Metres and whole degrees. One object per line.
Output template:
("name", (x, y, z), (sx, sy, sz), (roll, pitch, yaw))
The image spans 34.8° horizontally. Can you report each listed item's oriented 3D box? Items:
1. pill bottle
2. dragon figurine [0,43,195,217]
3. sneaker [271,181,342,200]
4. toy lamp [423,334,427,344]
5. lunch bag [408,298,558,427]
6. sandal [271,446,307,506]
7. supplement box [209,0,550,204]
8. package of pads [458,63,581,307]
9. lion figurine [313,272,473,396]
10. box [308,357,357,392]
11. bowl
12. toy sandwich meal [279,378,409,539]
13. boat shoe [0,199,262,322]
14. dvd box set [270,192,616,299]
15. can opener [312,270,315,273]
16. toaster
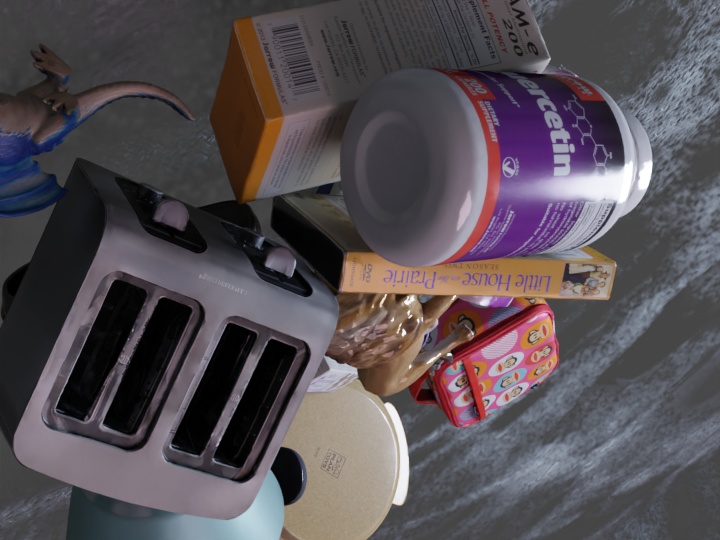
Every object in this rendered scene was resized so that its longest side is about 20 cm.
("pill bottle", (0.091, -0.065, 0.707), (0.198, 0.113, 0.113), (-7, 142, -41))
("dragon figurine", (-0.203, -0.073, 0.671), (0.198, 0.059, 0.100), (-12, 145, -36))
("sneaker", (0.026, -0.070, 0.901), (0.198, 0.088, 0.076), (-22, 148, -27))
("toy lamp", (0.032, 0.056, 1.062), (0.058, 0.059, 0.200), (-34, 175, -1))
("lunch bag", (0.133, 0.096, 1.293), (0.175, 0.082, 0.201), (-29, 150, -3))
("sandal", (-0.151, 0.206, 1.103), (0.197, 0.077, 0.043), (-16, 167, 10))
("supplement box", (0.009, -0.121, 0.762), (0.197, 0.074, 0.126), (-14, 164, -20))
("package of pads", (0.125, -0.069, 0.943), (0.202, 0.075, 0.120), (-64, 161, 8))
("lion figurine", (0.023, 0.053, 0.862), (0.122, 0.072, 0.201), (-40, 148, -16))
("box", (-0.035, 0.087, 1.065), (0.038, 0.042, 0.200), (-30, 171, 4))
("bowl", (-0.170, 0.186, 1.003), (0.199, 0.201, 0.106), (-23, 130, -21))
("toy sandwich meal", (-0.040, 0.196, 1.189), (0.203, 0.208, 0.070), (-17, -176, -31))
("boat shoe", (-0.161, 0.000, 0.817), (0.198, 0.075, 0.074), (-28, 150, -15))
("dvd box set", (0.052, -0.018, 0.783), (0.197, 0.146, 0.030), (2, 108, -24))
("can opener", (0.000, 0.000, 1.006), (0.200, 0.064, 0.078), (-43, 152, 13))
("toaster", (-0.136, 0.053, 0.745), (0.179, 0.118, 0.202), (24, 96, -31))
